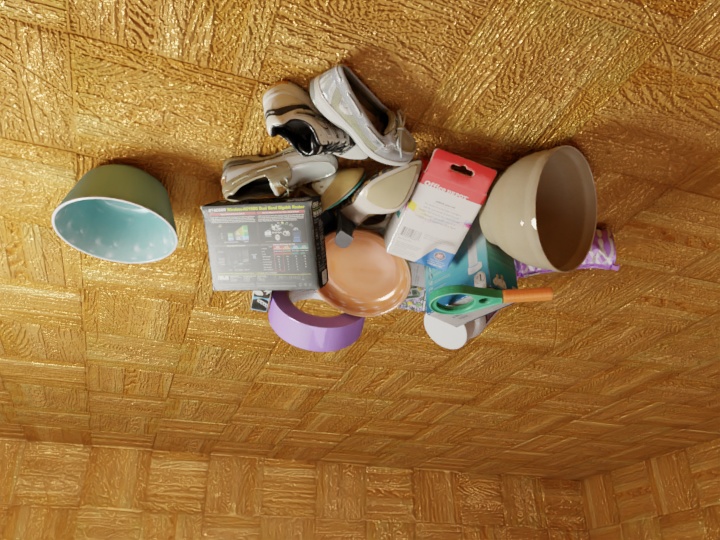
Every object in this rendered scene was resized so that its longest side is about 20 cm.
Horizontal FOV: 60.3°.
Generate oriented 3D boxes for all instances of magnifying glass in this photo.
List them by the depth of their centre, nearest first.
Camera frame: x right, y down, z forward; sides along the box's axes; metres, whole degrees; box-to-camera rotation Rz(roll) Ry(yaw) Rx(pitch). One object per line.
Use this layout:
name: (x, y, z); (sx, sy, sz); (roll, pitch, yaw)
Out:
magnifying glass: (0.213, 0.046, 1.020); (0.200, 0.022, 0.080); (-6, 149, 9)

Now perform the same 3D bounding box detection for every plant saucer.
plant saucer: (0.000, 0.000, 1.172); (0.200, 0.037, 0.200); (7, 126, 10)

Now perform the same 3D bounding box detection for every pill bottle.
pill bottle: (0.219, 0.066, 1.260); (0.114, 0.200, 0.114); (22, 130, 29)

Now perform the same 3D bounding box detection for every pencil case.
pencil case: (0.398, -0.032, 1.223); (0.200, 0.086, 0.084); (-8, 148, 11)

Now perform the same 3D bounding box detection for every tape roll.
tape roll: (-0.087, 0.077, 1.281); (0.200, 0.200, 0.066); (6, 125, -12)

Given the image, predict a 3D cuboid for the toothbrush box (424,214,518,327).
toothbrush box: (0.195, -0.019, 1.127); (0.085, 0.200, 0.146); (24, 141, -35)

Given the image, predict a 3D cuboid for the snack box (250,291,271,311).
snack box: (-0.182, -0.015, 1.210); (0.037, 0.116, 0.200); (9, 149, -11)

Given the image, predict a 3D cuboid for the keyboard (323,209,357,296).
keyboard: (-0.059, -0.027, 1.206); (0.127, 0.021, 0.200); (-21, 116, 28)

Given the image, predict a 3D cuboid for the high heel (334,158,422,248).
high heel: (0.027, -0.137, 1.048); (0.071, 0.143, 0.200); (40, 113, -18)

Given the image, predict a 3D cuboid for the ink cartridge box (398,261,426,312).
ink cartridge box: (0.048, 0.013, 1.245); (0.200, 0.050, 0.109); (10, 117, 6)

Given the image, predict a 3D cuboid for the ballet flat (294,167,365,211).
ballet flat: (-0.073, -0.129, 1.070); (0.063, 0.069, 0.200); (38, 135, -17)

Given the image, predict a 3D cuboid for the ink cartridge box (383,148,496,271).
ink cartridge box: (0.130, -0.109, 1.040); (0.116, 0.067, 0.200); (18, 119, -12)

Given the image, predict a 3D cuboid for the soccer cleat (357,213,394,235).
soccer cleat: (0.084, -0.096, 1.128); (0.200, 0.069, 0.078); (-9, 146, 21)

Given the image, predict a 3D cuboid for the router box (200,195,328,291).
router box: (-0.160, -0.045, 1.050); (0.200, 0.150, 0.062); (-1, -165, 15)

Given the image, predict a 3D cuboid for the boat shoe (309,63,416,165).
boat shoe: (0.018, -0.222, 0.899); (0.065, 0.075, 0.202); (-22, 138, 40)

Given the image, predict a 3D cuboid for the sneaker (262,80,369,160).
sneaker: (-0.061, -0.197, 0.925); (0.200, 0.088, 0.076); (19, 143, -33)

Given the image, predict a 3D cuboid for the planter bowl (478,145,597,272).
planter bowl: (0.283, -0.099, 1.024); (0.135, 0.201, 0.200); (4, 162, 47)

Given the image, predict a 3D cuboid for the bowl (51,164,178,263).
bowl: (-0.408, -0.106, 1.060); (0.200, 0.105, 0.201); (-1, 150, -1)

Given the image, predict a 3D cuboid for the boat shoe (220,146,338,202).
boat shoe: (-0.131, -0.153, 1.018); (0.200, 0.069, 0.075); (-8, 150, 13)
